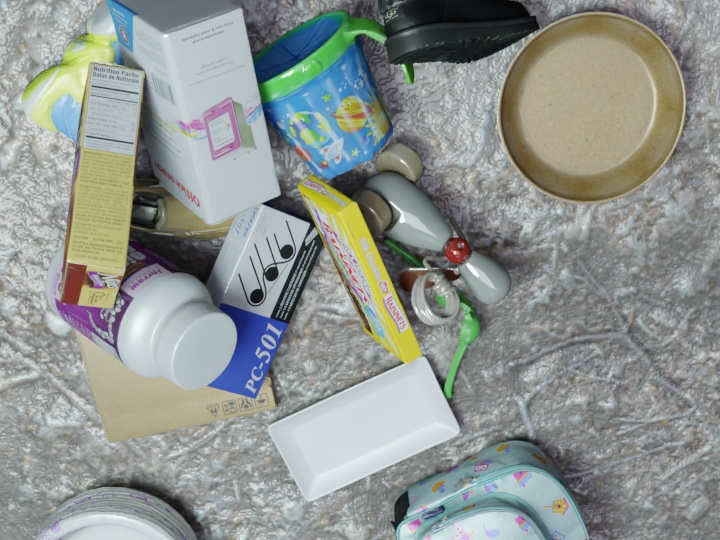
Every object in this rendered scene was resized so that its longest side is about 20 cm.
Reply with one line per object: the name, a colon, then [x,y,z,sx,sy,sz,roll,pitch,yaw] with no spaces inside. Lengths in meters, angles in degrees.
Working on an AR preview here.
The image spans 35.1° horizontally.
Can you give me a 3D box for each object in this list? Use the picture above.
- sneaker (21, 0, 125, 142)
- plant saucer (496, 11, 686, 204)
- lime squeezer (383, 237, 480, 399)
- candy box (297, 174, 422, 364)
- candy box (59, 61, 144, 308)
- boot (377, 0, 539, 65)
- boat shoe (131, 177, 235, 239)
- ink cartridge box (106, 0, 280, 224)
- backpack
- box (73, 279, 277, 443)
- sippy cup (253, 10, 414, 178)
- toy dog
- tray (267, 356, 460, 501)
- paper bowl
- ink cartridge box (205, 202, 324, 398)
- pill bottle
sneaker: [-0.248,-0.208,1.167,0.200,0.076,0.105,-41,119,11]
plant saucer: [0.241,-0.171,1.201,0.199,0.035,0.202,0,105,-1]
lime squeezer: [0.093,0.045,1.265,0.070,0.038,0.201,-11,110,34]
candy box: [0.000,0.000,1.183,0.026,0.102,0.201,-34,122,-16]
candy box: [-0.244,-0.078,1.068,0.056,0.117,0.201,8,68,-15]
boot: [0.086,-0.290,1.112,0.079,0.210,0.159,-18,86,44]
boat shoe: [-0.201,-0.062,1.197,0.199,0.076,0.072,-1,104,-2]
ink cartridge box: [-0.161,-0.165,1.102,0.084,0.144,0.201,-24,126,-23]
backpack: [0.155,0.297,1.276,0.199,0.153,0.176,-31,99,0]
box: [-0.207,0.098,1.271,0.199,0.021,0.164,-12,106,2]
sippy cup: [-0.037,-0.171,1.151,0.140,0.177,0.131,-47,118,-25]
toy dog: [0.060,-0.032,1.203,0.131,0.096,0.201,-27,85,-27]
tray: [0.004,0.179,1.301,0.199,0.022,0.108,-25,104,5]
paper bowl: [-0.279,0.343,1.297,0.199,0.104,0.202,-1,107,-2]
ink cartridge box: [-0.117,0.030,1.208,0.094,0.044,0.201,20,97,-39]
pill bottle: [-0.219,0.039,1.147,0.199,0.112,0.113,28,108,35]
